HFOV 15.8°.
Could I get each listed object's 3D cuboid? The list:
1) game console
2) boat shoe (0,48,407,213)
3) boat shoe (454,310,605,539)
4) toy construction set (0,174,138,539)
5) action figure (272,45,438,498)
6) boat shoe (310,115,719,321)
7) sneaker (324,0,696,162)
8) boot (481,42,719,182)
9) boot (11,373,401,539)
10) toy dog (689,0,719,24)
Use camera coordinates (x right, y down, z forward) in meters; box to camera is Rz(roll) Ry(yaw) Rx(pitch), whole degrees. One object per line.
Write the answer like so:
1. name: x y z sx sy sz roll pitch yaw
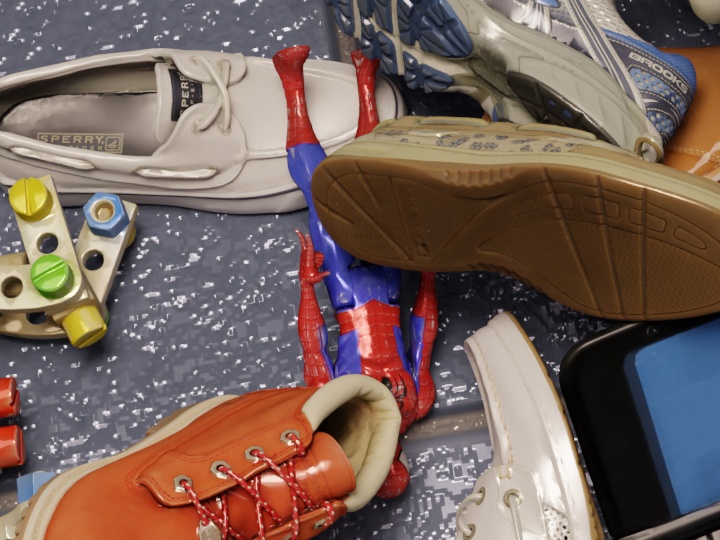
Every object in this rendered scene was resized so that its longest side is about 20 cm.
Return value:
1. game console: 0.204 0.091 1.064 0.199 0.116 0.176 -21 68 0
2. boat shoe: -0.080 -0.071 1.188 0.199 0.066 0.072 1 69 7
3. boat shoe: 0.068 0.115 1.097 0.069 0.071 0.201 -17 69 2
4. toy construction set: -0.157 0.059 1.143 0.131 0.092 0.201 -8 58 4
5. action figure: 0.000 0.000 1.142 0.065 0.052 0.201 -6 86 -21
6. boat shoe: 0.076 -0.032 1.059 0.199 0.074 0.063 13 40 27
7. sneaker: 0.060 -0.114 1.121 0.200 0.077 0.085 42 59 9
8. boot: 0.145 -0.084 1.164 0.154 0.074 0.200 23 69 21
9. boot: -0.061 0.096 1.049 0.107 0.200 0.075 -15 105 35
10. toy dog: 0.134 -0.197 1.086 0.139 0.200 0.195 -25 86 5
